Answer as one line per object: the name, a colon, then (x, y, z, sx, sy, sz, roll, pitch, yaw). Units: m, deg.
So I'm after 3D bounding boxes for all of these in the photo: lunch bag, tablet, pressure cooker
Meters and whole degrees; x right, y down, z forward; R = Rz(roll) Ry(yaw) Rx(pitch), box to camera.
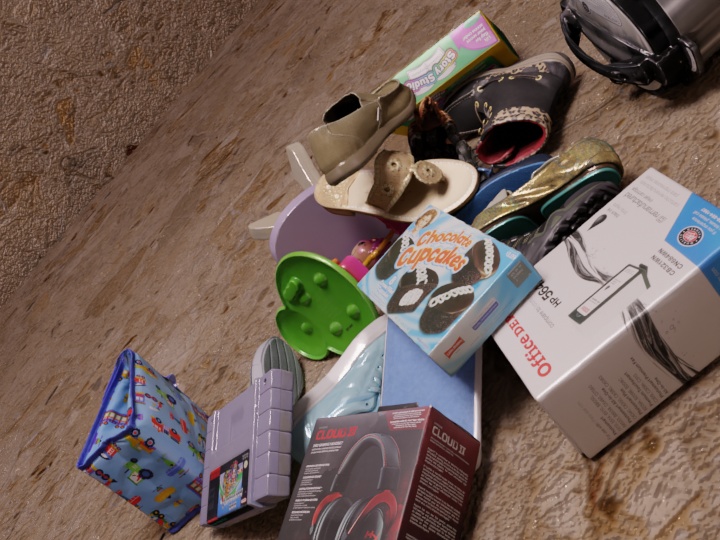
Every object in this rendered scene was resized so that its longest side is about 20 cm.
lunch bag: (-0.247, 0.190, 1.018, 0.094, 0.151, 0.201, -36, 28, 15)
tablet: (0.067, 0.098, 0.790, 0.129, 0.014, 0.202, -22, 53, 43)
pressure cooker: (0.320, -0.290, 0.883, 0.200, 0.179, 0.176, -41, 3, 7)

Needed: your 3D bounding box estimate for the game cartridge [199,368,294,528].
game cartridge: (-0.124, 0.195, 0.866, 0.200, 0.038, 0.131, -40, 40, 52)

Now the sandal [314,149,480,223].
sandal: (0.024, -0.101, 0.925, 0.210, 0.070, 0.078, 1, 68, 34)

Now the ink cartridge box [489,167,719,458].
ink cartridge box: (0.212, 0.030, 0.673, 0.200, 0.084, 0.146, -41, 26, 8)

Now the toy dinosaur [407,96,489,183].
toy dinosaur: (0.090, -0.148, 1.015, 0.102, 0.199, 0.137, -28, 65, 23)

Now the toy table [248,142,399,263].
toy table: (-0.045, -0.074, 1.104, 0.198, 0.186, 0.117, -14, 25, -25)

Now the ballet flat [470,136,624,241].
ballet flat: (0.178, -0.070, 0.856, 0.199, 0.071, 0.071, -34, 28, 25)

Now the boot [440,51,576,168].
boot: (0.174, -0.195, 1.060, 0.198, 0.073, 0.151, -14, 36, 35)

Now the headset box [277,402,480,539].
headset box: (0.010, 0.207, 0.696, 0.148, 0.075, 0.202, -15, 46, 44)

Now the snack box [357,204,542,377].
snack box: (0.074, 0.010, 0.772, 0.116, 0.037, 0.200, -47, 24, -1)

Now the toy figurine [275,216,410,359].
toy figurine: (0.000, 0.000, 1.013, 0.184, 0.150, 0.200, -47, -1, -36)

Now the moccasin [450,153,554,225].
moccasin: (0.138, -0.075, 0.935, 0.199, 0.081, 0.068, -31, 25, 24)

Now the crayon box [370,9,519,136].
crayon box: (0.118, -0.273, 1.171, 0.199, 0.059, 0.172, -35, -7, 20)

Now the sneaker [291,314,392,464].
sneaker: (0.007, 0.131, 0.859, 0.082, 0.074, 0.200, 33, 73, 33)

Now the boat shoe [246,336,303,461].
boat shoe: (-0.113, 0.159, 0.967, 0.062, 0.072, 0.201, -38, 28, 24)

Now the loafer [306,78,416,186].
loafer: (0.003, -0.172, 0.925, 0.076, 0.068, 0.201, -26, 21, 36)

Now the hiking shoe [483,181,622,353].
hiking shoe: (0.171, -0.018, 0.809, 0.200, 0.076, 0.101, -46, 30, -1)
